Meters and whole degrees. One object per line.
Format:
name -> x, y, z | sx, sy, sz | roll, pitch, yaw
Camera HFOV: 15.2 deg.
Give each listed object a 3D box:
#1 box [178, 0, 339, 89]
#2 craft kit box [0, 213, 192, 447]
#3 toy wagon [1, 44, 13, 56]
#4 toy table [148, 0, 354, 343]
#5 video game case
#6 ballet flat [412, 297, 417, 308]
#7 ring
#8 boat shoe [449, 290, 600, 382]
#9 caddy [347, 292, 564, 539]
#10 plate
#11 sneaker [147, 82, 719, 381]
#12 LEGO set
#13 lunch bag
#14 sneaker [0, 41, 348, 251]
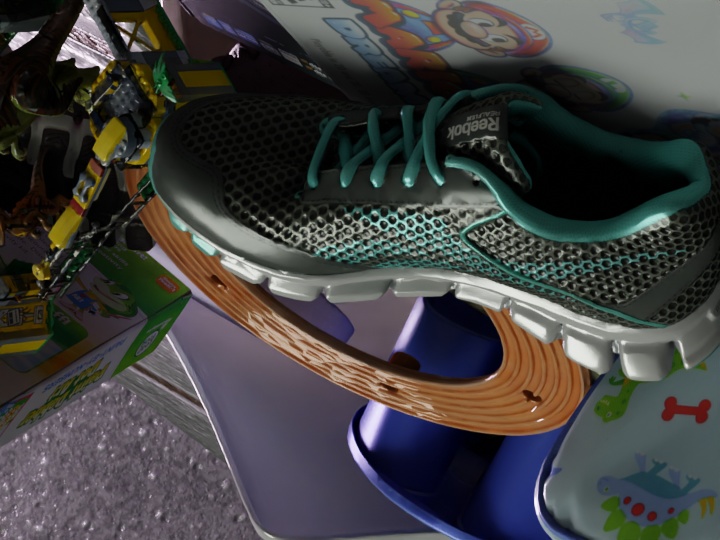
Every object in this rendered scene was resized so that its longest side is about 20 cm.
box -> -0.015, -0.117, 0.996 | 0.200, 0.044, 0.160 | 28, 168, 33
craft kit box -> -0.196, -0.013, 1.130 | 0.200, 0.049, 0.198 | 40, -150, 9
toy wagon -> -0.231, -0.137, 1.129 | 0.200, 0.040, 0.155 | 32, 170, 15
toy table -> -0.050, -0.046, 1.234 | 0.200, 0.117, 0.184 | 28, 169, 38
video game case -> 0.078, -0.054, 0.888 | 0.182, 0.024, 0.200 | 7, 156, 33
ballet flat -> 0.029, -0.004, 1.330 | 0.200, 0.062, 0.067 | 31, 171, 20
ring -> 0.000, 0.000, 1.039 | 0.200, 0.019, 0.200 | 26, 156, 12
boat shoe -> 0.108, 0.007, 1.086 | 0.201, 0.072, 0.066 | 27, 161, 19
caddy -> 0.084, 0.073, 1.188 | 0.141, 0.105, 0.200 | 33, -158, 27
plate -> 0.010, 0.069, 1.286 | 0.199, 0.032, 0.200 | 2, -145, -26
sneaker -> 0.029, -0.032, 0.876 | 0.200, 0.078, 0.091 | 12, 147, 5
LEGO set -> -0.153, -0.053, 0.986 | 0.116, 0.200, 0.154 | -7, -111, -46
lunch bag -> 0.167, 0.075, 0.957 | 0.200, 0.161, 0.082 | 22, 162, 49
sneaker -> -0.069, -0.069, 1.125 | 0.200, 0.116, 0.076 | 13, 149, -4
